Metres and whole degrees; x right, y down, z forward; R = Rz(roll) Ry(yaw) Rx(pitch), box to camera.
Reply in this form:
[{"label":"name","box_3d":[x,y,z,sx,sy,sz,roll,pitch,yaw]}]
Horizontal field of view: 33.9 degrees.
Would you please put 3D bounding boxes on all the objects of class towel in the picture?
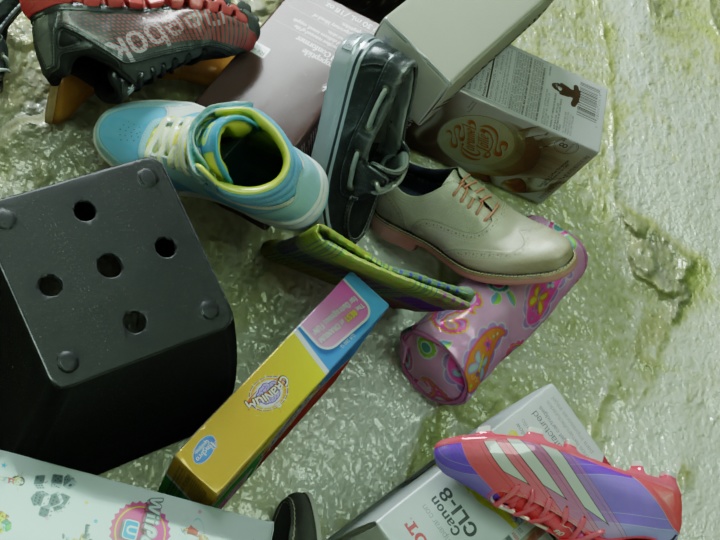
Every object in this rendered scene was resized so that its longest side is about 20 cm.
[{"label":"towel","box_3d":[0.000,0.000,0.951,0.143,0.200,0.023,22,83,-12]}]

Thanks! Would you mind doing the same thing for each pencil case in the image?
[{"label":"pencil case","box_3d":[0.118,0.031,1.049,0.087,0.087,0.200,47,58,1]}]

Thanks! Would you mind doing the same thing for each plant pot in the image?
[{"label":"plant pot","box_3d":[-0.198,0.029,0.854,0.198,0.177,0.201,-20,76,-30]}]

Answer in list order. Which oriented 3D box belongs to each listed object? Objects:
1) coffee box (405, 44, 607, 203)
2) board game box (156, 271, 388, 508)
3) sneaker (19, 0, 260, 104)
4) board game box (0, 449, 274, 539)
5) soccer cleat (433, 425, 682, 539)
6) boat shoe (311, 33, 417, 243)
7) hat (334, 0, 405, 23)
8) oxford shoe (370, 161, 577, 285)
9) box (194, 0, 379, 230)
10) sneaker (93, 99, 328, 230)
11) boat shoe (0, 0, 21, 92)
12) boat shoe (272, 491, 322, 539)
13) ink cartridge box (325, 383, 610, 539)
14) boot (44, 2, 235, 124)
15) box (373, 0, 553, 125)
[{"label":"coffee box","box_3d":[0.115,-0.152,1.110,0.199,0.114,0.080,21,61,-13]},{"label":"board game box","box_3d":[-0.072,0.107,0.887,0.040,0.153,0.200,40,58,5]},{"label":"sneaker","box_3d":[-0.172,-0.180,0.949,0.199,0.071,0.099,-1,82,-31]},{"label":"board game box","box_3d":[-0.178,0.194,0.806,0.199,0.148,0.065,19,59,-16]},{"label":"soccer cleat","box_3d":[0.144,0.164,0.843,0.199,0.067,0.077,16,66,-19]},{"label":"boat shoe","box_3d":[0.004,-0.093,0.976,0.071,0.201,0.072,28,44,24]},{"label":"hat","box_3d":[0.011,-0.279,1.126,0.199,0.081,0.201,1,41,-1]},{"label":"oxford shoe","box_3d":[0.093,-0.045,1.018,0.199,0.074,0.071,17,44,24]},{"label":"box","box_3d":[-0.068,-0.145,1.022,0.100,0.075,0.201,29,66,13]},{"label":"sneaker","box_3d":[-0.125,-0.098,0.887,0.198,0.131,0.080,16,82,12]},{"label":"boat shoe","box_3d":[-0.320,-0.168,0.958,0.071,0.072,0.201,41,68,-13]},{"label":"boat shoe","box_3d":[-0.067,0.261,0.873,0.057,0.067,0.202,14,66,-23]},{"label":"ink cartridge box","box_3d":[0.092,0.214,0.919,0.199,0.145,0.146,-32,83,-30]},{"label":"boot","box_3d":[-0.178,-0.184,1.018,0.143,0.071,0.202,23,56,-13]},{"label":"box","box_3d":[0.092,-0.218,1.023,0.082,0.068,0.200,45,57,3]}]
